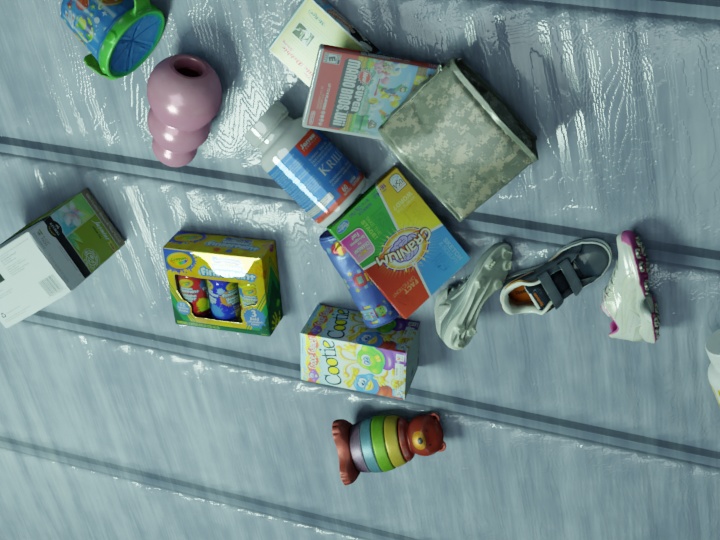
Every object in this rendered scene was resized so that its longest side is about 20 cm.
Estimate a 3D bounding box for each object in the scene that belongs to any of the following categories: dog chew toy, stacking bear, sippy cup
[{"bbox_3d":[-0.302,-0.257,1.595,0.123,0.125,0.201,26,132,3],"label":"dog chew toy"},{"bbox_3d":[0.061,0.324,1.809,0.197,0.114,0.123,-13,85,14],"label":"stacking bear"},{"bbox_3d":[-0.408,-0.405,1.545,0.130,0.140,0.179,39,100,7],"label":"sippy cup"}]

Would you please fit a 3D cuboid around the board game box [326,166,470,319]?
[{"bbox_3d":[0.064,-0.046,1.584,0.153,0.040,0.200,-42,102,-2],"label":"board game box"}]

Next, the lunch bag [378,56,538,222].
[{"bbox_3d":[0.146,-0.207,1.454,0.164,0.118,0.200,-39,107,25],"label":"lunch bag"}]

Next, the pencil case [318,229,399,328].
[{"bbox_3d":[0.000,0.000,1.658,0.077,0.087,0.202,-26,111,5],"label":"pencil case"}]

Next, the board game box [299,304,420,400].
[{"bbox_3d":[-0.001,0.145,1.727,0.197,0.105,0.104,9,121,14],"label":"board game box"}]

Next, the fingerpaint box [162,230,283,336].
[{"bbox_3d":[-0.253,0.024,1.765,0.197,0.074,0.169,7,121,16],"label":"fingerpaint box"}]

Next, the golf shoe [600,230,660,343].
[{"bbox_3d":[0.423,0.032,1.530,0.090,0.075,0.202,-6,116,26],"label":"golf shoe"}]

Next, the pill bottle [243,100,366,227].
[{"bbox_3d":[-0.093,-0.178,1.566,0.200,0.113,0.112,44,124,-10],"label":"pill bottle"}]

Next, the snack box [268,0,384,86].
[{"bbox_3d":[-0.036,-0.327,1.504,0.200,0.037,0.116,41,123,-7],"label":"snack box"}]

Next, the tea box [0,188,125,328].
[{"bbox_3d":[-0.585,-0.025,1.781,0.198,0.197,0.134,-24,109,30],"label":"tea box"}]

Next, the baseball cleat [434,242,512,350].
[{"bbox_3d":[0.180,0.031,1.617,0.069,0.106,0.202,21,102,-37],"label":"baseball cleat"}]

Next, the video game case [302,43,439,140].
[{"bbox_3d":[0.019,-0.268,1.475,0.197,0.018,0.144,7,132,-12],"label":"video game case"}]

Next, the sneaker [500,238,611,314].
[{"bbox_3d":[0.317,0.020,1.557,0.199,0.080,0.079,-29,106,29],"label":"sneaker"}]

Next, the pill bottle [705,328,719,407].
[{"bbox_3d":[0.624,0.190,1.524,0.111,0.113,0.202,-18,112,28],"label":"pill bottle"}]
